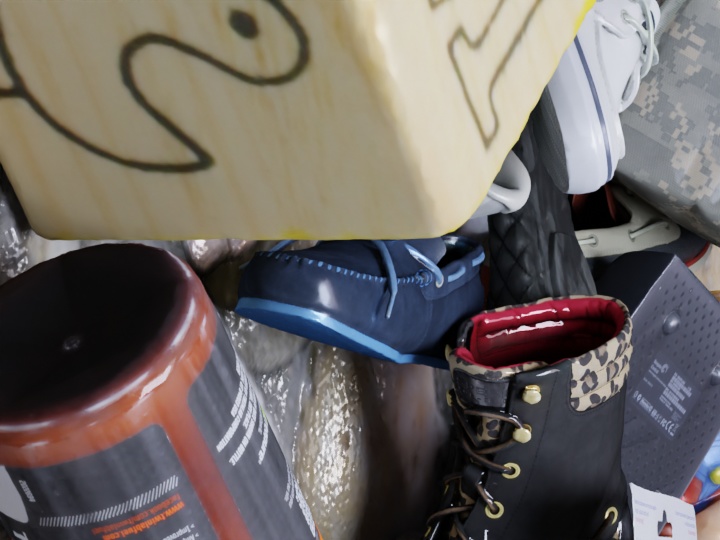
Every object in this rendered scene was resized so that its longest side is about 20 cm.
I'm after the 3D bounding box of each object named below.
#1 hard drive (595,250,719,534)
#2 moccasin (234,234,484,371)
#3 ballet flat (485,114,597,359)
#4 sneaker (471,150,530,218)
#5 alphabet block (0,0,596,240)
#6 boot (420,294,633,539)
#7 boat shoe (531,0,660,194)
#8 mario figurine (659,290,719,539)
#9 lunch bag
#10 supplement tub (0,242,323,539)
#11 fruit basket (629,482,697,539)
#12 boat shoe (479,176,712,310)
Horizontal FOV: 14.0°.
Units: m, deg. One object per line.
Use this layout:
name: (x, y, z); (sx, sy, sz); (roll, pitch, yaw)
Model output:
hard drive: (0.111, 0.094, 1.430); (0.200, 0.042, 0.135); (-58, 143, -7)
moccasin: (0.000, 0.000, 1.273); (0.200, 0.080, 0.068); (13, 93, -73)
ballet flat: (0.068, -0.046, 1.384); (0.066, 0.057, 0.200); (29, 45, -48)
sneaker: (0.029, -0.107, 1.304); (0.075, 0.087, 0.200); (-54, 134, -43)
alphabet block: (-0.040, -0.146, 1.079); (0.196, 0.195, 0.200); (-57, 136, -41)
boot: (0.049, 0.103, 1.290); (0.200, 0.073, 0.151); (-18, 122, -34)
boat shoe: (0.104, -0.112, 1.333); (0.200, 0.067, 0.074); (-101, -178, -47)
mario figurine: (0.199, 0.109, 1.577); (0.123, 0.106, 0.200); (-4, 86, -26)
lunch bag: (0.197, -0.069, 1.463); (0.118, 0.164, 0.200); (-58, -179, 5)
supplement tub: (-0.075, 0.095, 1.102); (0.107, 0.107, 0.200); (-60, 139, -41)
fruit basket: (0.131, 0.199, 1.303); (0.185, 0.094, 0.200); (24, 58, -74)
boat shoe: (0.120, -0.016, 1.485); (0.200, 0.071, 0.063); (-31, 114, -52)
